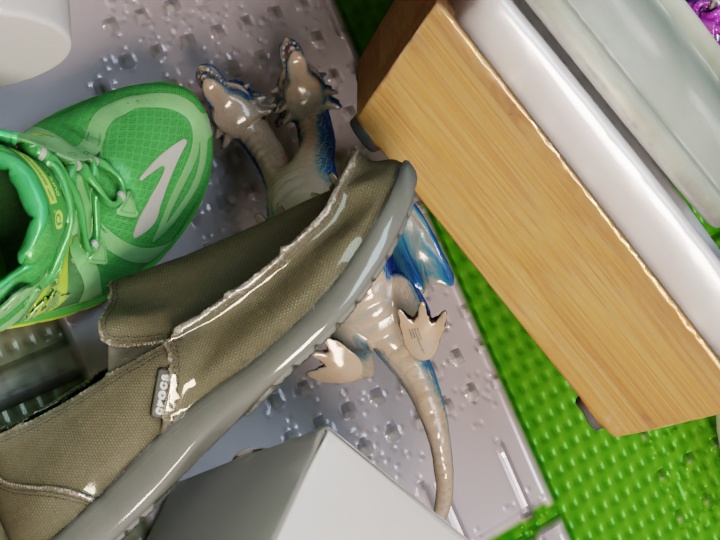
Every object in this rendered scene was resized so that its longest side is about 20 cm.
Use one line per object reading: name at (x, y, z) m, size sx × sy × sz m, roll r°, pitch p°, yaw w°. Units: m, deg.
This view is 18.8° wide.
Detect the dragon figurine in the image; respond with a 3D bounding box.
dragon figurine at (0.000, 0.000, 0.860) m, size 0.201 × 0.059 × 0.099 m, roll 58°, pitch 11°, yaw -12°

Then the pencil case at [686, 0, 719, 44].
pencil case at (0.202, -0.138, 1.053) m, size 0.085 × 0.093 × 0.200 m, roll 23°, pitch 50°, yaw 19°

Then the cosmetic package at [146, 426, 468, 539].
cosmetic package at (-0.049, 0.165, 0.753) m, size 0.085 × 0.107 × 0.201 m, roll 40°, pitch 57°, yaw -20°

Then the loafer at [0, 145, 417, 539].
loafer at (-0.061, 0.024, 0.770) m, size 0.200 × 0.075 × 0.070 m, roll -45°, pitch 90°, yaw -2°

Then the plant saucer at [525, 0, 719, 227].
plant saucer at (0.104, -0.110, 0.905) m, size 0.200 × 0.050 × 0.200 m, roll 49°, pitch 10°, yaw -12°

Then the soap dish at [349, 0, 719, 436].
soap dish at (0.076, -0.034, 0.891) m, size 0.200 × 0.081 × 0.157 m, roll 51°, pitch 10°, yaw -12°

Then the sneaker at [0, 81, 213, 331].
sneaker at (-0.119, -0.015, 0.776) m, size 0.200 × 0.083 × 0.074 m, roll -32°, pitch 94°, yaw -40°

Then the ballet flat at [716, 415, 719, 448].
ballet flat at (0.210, 0.108, 0.999) m, size 0.073 × 0.073 × 0.201 m, roll -36°, pitch 103°, yaw -39°

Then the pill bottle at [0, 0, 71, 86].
pill bottle at (-0.154, -0.172, 0.784) m, size 0.111 × 0.111 × 0.201 m, roll 2°, pitch 73°, yaw -36°
